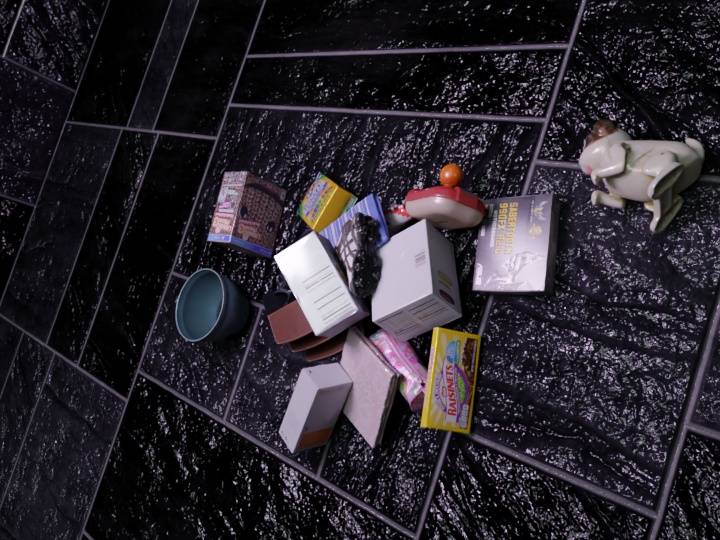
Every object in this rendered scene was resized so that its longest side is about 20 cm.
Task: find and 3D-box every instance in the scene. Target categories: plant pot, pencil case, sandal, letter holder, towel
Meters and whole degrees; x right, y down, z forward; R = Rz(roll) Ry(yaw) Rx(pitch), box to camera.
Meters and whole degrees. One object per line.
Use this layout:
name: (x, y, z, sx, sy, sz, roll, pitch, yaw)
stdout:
plant pot: (-0.395, 0.107, 1.776, 0.200, 0.134, 0.201, -13, 68, 36)
pencil case: (0.095, 0.208, 1.377, 0.087, 0.087, 0.200, -50, 49, 15)
sandal: (-0.199, 0.075, 1.656, 0.200, 0.043, 0.076, -25, 81, 47)
letter holder: (-0.105, 0.135, 1.535, 0.200, 0.100, 0.142, -28, 72, 34)
towel: (-0.023, -0.073, 1.482, 0.200, 0.024, 0.145, -34, 50, 26)
towel: (0.009, 0.253, 1.410, 0.191, 0.032, 0.200, 42, 127, 46)

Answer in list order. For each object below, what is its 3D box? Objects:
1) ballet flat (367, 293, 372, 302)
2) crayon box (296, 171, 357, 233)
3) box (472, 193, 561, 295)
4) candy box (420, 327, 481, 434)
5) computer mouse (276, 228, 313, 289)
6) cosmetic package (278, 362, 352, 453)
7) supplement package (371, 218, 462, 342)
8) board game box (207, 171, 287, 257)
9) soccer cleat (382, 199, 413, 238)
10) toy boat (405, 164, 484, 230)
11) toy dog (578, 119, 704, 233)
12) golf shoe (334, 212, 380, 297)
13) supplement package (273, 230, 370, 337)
ballet flat: (0.000, 0.000, 1.497, 0.068, 0.072, 0.200, -36, 72, 14)
crayon box: (-0.089, -0.166, 1.626, 0.126, 0.052, 0.200, -59, 28, 8)
box: (0.317, -0.050, 1.306, 0.158, 0.048, 0.200, 0, 76, 40)
candy box: (0.184, 0.222, 1.294, 0.026, 0.102, 0.200, 153, 127, -71)
computer mouse: (-0.139, -0.016, 1.669, 0.138, 0.053, 0.200, 39, 114, 38)
cosmetic package: (-0.103, 0.312, 1.455, 0.071, 0.101, 0.200, 46, 127, 39)
supplement package: (0.116, 0.022, 1.373, 0.156, 0.111, 0.200, -28, 44, 29)
board game box: (-0.311, -0.153, 1.776, 0.097, 0.159, 0.200, 6, 80, 40)
soccer cleat: (0.071, -0.109, 1.520, 0.200, 0.069, 0.085, -15, 106, 18)
toy boat: (0.184, -0.165, 1.375, 0.200, 0.130, 0.131, 1, 72, 67)
toy dog: (0.490, -0.197, 1.159, 0.194, 0.140, 0.200, -51, 50, -2)
golf shoe: (-0.011, -0.025, 1.390, 0.094, 0.078, 0.200, -24, 51, 41)
supplement package: (-0.082, 0.033, 1.398, 0.109, 0.114, 0.200, -32, 76, 9)
